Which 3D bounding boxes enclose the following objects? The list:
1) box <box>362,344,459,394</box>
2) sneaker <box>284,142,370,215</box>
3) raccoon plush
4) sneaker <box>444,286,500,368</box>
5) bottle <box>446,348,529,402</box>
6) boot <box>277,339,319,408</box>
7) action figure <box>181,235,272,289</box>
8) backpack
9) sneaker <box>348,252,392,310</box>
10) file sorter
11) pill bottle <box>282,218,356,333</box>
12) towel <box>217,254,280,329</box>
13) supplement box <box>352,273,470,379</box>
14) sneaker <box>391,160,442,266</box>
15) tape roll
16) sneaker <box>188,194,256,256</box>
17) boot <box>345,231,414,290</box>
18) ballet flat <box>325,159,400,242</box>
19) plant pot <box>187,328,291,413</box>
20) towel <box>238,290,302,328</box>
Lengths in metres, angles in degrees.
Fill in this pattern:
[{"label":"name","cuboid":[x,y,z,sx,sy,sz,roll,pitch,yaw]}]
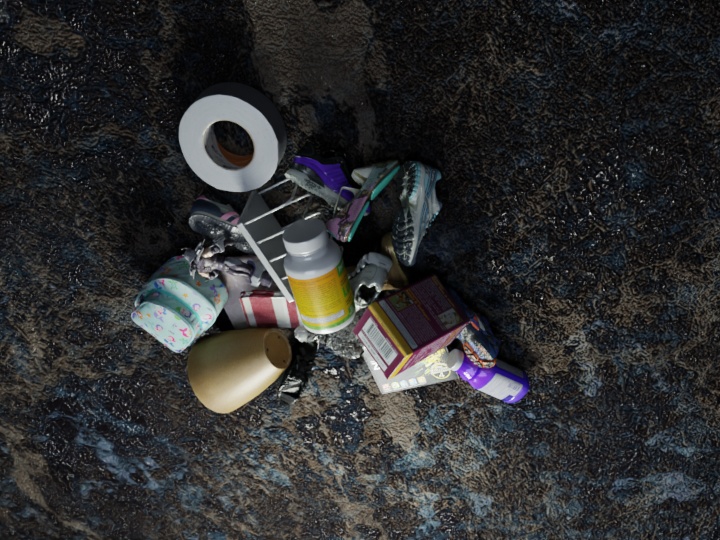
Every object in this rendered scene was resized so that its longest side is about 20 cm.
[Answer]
[{"label":"box","cuboid":[0.113,0.196,1.575,0.197,0.049,0.163,-14,118,19]},{"label":"sneaker","cuboid":[-0.044,-0.181,1.325,0.199,0.069,0.101,28,83,-35]},{"label":"raccoon plush","cuboid":[-0.028,0.115,1.471,0.199,0.097,0.135,4,128,-47]},{"label":"sneaker","cuboid":[0.235,0.116,1.487,0.075,0.078,0.201,-27,101,46]},{"label":"bottle","cuboid":[0.285,0.234,1.540,0.198,0.066,0.084,25,127,-21]},{"label":"boot","cuboid":[-0.157,0.252,1.592,0.073,0.163,0.199,25,126,-8]},{"label":"action figure","cuboid":[-0.277,-0.013,1.419,0.197,0.070,0.130,17,150,-13]},{"label":"backpack","cuboid":[-0.397,0.071,1.507,0.177,0.151,0.199,40,129,-15]},{"label":"sneaker","cuboid":[-0.004,0.044,1.380,0.074,0.082,0.200,18,144,-15]},{"label":"file sorter","cuboid":[-0.133,-0.069,1.381,0.123,0.139,0.201,-21,119,19]},{"label":"pill bottle","cuboid":[-0.081,0.009,1.280,0.109,0.112,0.202,-5,124,14]},{"label":"towel","cuboid":[-0.230,0.044,1.542,0.197,0.032,0.193,-9,123,16]},{"label":"supplement box","cuboid":[0.105,0.112,1.397,0.131,0.199,0.104,53,140,19]},{"label":"sneaker","cuboid":[0.118,-0.106,1.311,0.085,0.077,0.203,0,103,-28]},{"label":"tape roll","cuboid":[-0.245,-0.254,1.315,0.197,0.066,0.202,5,125,8]},{"label":"sneaker","cuboid":[-0.259,-0.098,1.425,0.198,0.083,0.070,26,132,-29]},{"label":"boot","cuboid":[0.000,0.000,1.432,0.197,0.067,0.176,-7,137,16]},{"label":"ballet flat","cuboid":[-0.001,-0.146,1.286,0.071,0.201,0.069,33,164,5]},{"label":"plant pot","cuboid":[-0.259,0.209,1.553,0.198,0.187,0.187,-23,118,31]},{"label":"towel","cuboid":[-0.159,0.087,1.499,0.197,0.023,0.145,0,147,1]}]
